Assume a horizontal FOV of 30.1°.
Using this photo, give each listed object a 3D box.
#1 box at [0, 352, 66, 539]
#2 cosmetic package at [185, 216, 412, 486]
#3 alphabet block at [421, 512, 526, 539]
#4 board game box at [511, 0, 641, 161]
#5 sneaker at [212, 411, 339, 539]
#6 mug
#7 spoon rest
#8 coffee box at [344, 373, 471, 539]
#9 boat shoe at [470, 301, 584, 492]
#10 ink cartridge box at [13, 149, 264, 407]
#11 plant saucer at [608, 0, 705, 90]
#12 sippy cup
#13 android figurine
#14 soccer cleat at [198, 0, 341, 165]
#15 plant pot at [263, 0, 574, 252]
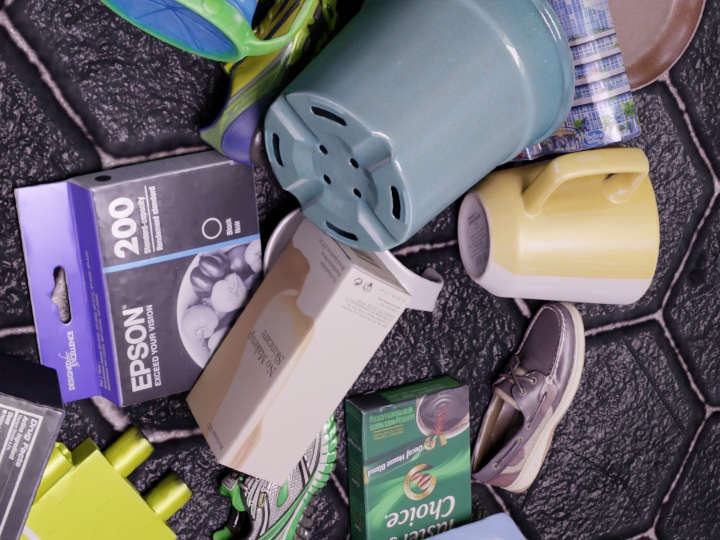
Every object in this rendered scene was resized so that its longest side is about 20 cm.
[{"bbox_3d":[-0.354,0.153,1.026,0.197,0.123,0.201,20,96,-18],"label":"box"},{"bbox_3d":[-0.055,0.066,1.122,0.071,0.105,0.201,26,102,-35],"label":"cosmetic package"},{"bbox_3d":[0.092,0.387,1.268,0.195,0.196,0.201,-13,132,-21],"label":"alphabet block"},{"bbox_3d":[0.142,-0.201,1.172,0.061,0.200,0.201,-21,99,-21],"label":"board game box"},{"bbox_3d":[-0.077,0.183,1.217,0.085,0.078,0.201,10,101,-28],"label":"sneaker"},{"bbox_3d":[0.177,-0.053,1.240,0.152,0.150,0.188,-5,123,-17],"label":"mug"},{"bbox_3d":[0.000,0.000,1.200,0.199,0.061,0.100,16,97,-37],"label":"spoon rest"},{"bbox_3d":[0.050,0.210,1.308,0.122,0.044,0.202,-10,110,-25],"label":"coffee box"},{"bbox_3d":[0.162,0.125,1.327,0.064,0.072,0.201,10,106,-34],"label":"boat shoe"},{"bbox_3d":[-0.178,0.010,1.134,0.199,0.043,0.200,-13,112,-22],"label":"ink cartridge box"},{"bbox_3d":[0.242,-0.270,1.271,0.199,0.032,0.202,-8,109,-24],"label":"plant saucer"},{"bbox_3d":[-0.125,-0.251,1.039,0.177,0.139,0.131,30,79,-39],"label":"sippy cup"},{"bbox_3d":[-0.244,0.233,1.170,0.200,0.041,0.183,-41,119,-13],"label":"android figurine"},{"bbox_3d":[-0.074,-0.185,1.117,0.201,0.083,0.065,-69,161,-10],"label":"soccer cleat"},{"bbox_3d":[0.038,-0.129,1.078,0.196,0.199,0.201,-46,122,-32],"label":"plant pot"}]
